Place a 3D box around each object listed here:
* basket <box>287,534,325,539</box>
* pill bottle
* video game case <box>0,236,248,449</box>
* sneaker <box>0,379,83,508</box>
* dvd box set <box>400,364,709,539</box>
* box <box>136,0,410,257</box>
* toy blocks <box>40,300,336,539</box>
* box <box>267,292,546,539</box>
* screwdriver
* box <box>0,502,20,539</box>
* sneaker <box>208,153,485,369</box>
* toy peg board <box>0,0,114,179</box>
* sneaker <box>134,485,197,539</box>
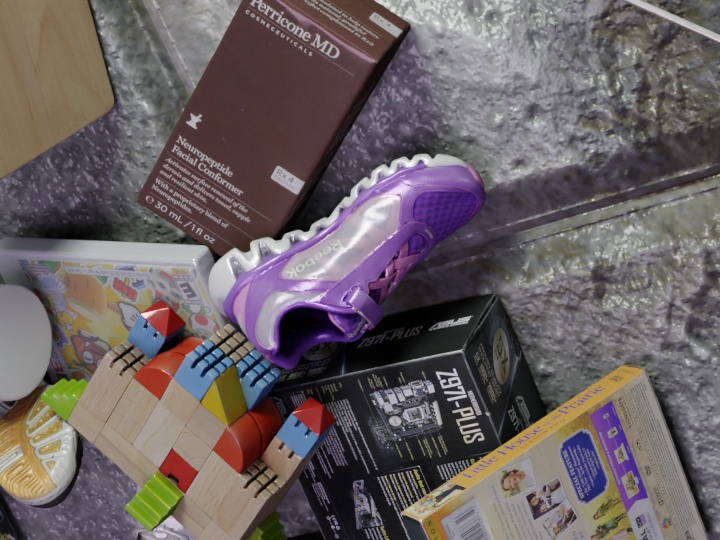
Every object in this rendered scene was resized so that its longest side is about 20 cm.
[{"bbox_3d":[-0.038,0.310,1.791,0.136,0.180,0.201,-21,101,-3],"label":"basket"},{"bbox_3d":[-0.325,0.051,1.764,0.200,0.112,0.113,1,118,36],"label":"pill bottle"},{"bbox_3d":[-0.157,0.059,1.733,0.200,0.023,0.182,3,126,37],"label":"video game case"},{"bbox_3d":[-0.229,0.129,1.762,0.076,0.200,0.088,-33,117,-3],"label":"sneaker"},{"bbox_3d":[0.135,0.175,1.629,0.029,0.200,0.147,13,131,59],"label":"dvd box set"},{"bbox_3d":[-0.060,-0.104,1.619,0.100,0.075,0.200,33,122,3],"label":"box"},{"bbox_3d":[-0.108,0.099,1.651,0.200,0.100,0.137,41,129,9],"label":"toy blocks"},{"bbox_3d":[0.048,0.135,1.695,0.163,0.086,0.200,-14,111,27],"label":"box"},{"bbox_3d":[0.236,-0.141,1.504,0.200,0.028,0.029,27,152,2],"label":"screwdriver"},{"bbox_3d":[-0.383,0.189,1.920,0.198,0.050,0.200,-18,109,28],"label":"box"},{"bbox_3d":[0.000,0.000,1.606,0.200,0.089,0.081,-30,139,6],"label":"sneaker"},{"bbox_3d":[-0.285,-0.163,1.614,0.098,0.199,0.201,5,119,37],"label":"toy peg board"},{"bbox_3d":[-0.145,0.236,1.810,0.075,0.115,0.201,6,119,19],"label":"sneaker"}]
